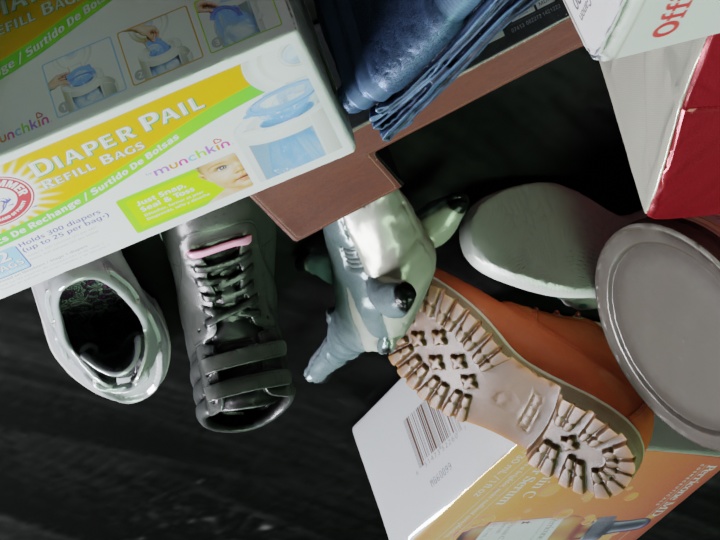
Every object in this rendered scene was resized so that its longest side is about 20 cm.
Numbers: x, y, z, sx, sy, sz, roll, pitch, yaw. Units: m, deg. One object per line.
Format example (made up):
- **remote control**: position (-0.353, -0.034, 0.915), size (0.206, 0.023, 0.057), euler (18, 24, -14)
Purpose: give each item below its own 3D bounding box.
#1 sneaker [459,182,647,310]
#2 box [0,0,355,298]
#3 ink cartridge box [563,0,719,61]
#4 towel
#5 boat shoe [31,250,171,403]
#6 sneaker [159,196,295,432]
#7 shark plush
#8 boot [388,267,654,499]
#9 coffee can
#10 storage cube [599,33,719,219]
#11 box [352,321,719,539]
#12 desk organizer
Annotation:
- **sneaker**: position (0.136, -0.004, 1.358), size (0.200, 0.075, 0.088), euler (2, 155, -32)
- **box**: position (-0.120, -0.085, 1.055), size (0.200, 0.102, 0.113), euler (-23, 148, 4)
- **ink cartridge box**: position (0.184, -0.171, 0.883), size (0.200, 0.085, 0.146), euler (-16, 160, -16)
- **towel**: position (0.056, -0.162, 1.027), size (0.048, 0.112, 0.200), euler (18, 132, -35)
- **boat shoe**: position (-0.145, 0.033, 1.251), size (0.072, 0.069, 0.200), euler (-15, 148, -8)
- **sneaker**: position (-0.071, 0.019, 1.243), size (0.071, 0.099, 0.200), euler (-13, 146, -8)
- **shark plush**: position (0.000, 0.000, 1.301), size (0.083, 0.091, 0.200), euler (27, 155, 5)
- **boot**: position (0.099, 0.051, 1.363), size (0.075, 0.200, 0.107), euler (-57, 174, 39)
- **coffee can**: position (0.261, -0.002, 1.292), size (0.200, 0.146, 0.147), euler (-29, 154, -28)
- **storage cube**: position (0.220, -0.149, 1.067), size (0.179, 0.200, 0.171), euler (-6, 146, -10)
- **box**: position (0.125, 0.117, 1.492), size (0.200, 0.107, 0.152), euler (8, 138, -37)
- **desk organizer**: position (0.025, -0.099, 1.147), size (0.200, 0.072, 0.077), euler (-27, 150, 11)
